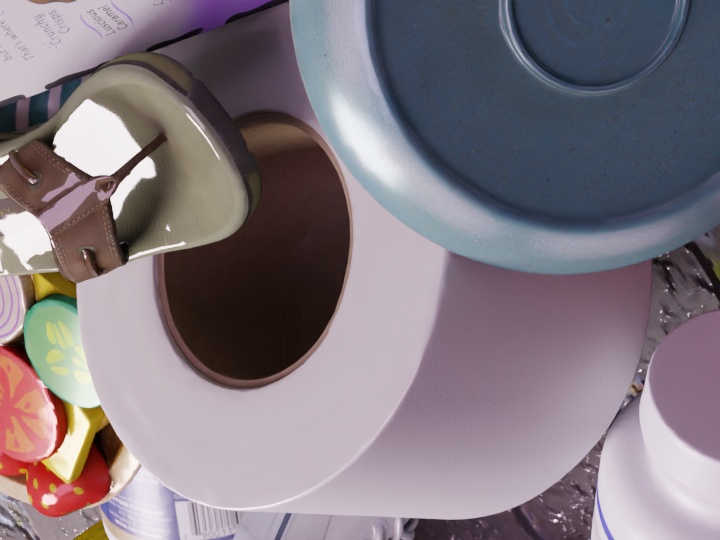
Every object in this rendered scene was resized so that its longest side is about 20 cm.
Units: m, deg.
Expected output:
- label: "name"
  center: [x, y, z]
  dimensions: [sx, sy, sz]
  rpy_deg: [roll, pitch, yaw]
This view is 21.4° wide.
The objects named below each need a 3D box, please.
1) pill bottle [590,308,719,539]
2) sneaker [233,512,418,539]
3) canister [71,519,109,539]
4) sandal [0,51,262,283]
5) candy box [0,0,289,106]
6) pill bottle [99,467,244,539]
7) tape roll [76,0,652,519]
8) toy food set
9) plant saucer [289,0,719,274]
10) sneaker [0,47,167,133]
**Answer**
- label: "pill bottle"
  center: [0.153, 0.111, 0.800]
  dimensions: [0.112, 0.112, 0.201]
  rpy_deg: [21, 141, 19]
- label: "sneaker"
  center: [-0.010, 0.114, 0.895]
  dimensions: [0.070, 0.201, 0.073]
  rpy_deg: [20, 170, 14]
- label: "canister"
  center: [-0.064, 0.197, 0.992]
  dimensions: [0.199, 0.148, 0.087]
  rpy_deg: [17, 115, 25]
- label: "sandal"
  center: [-0.112, -0.023, 0.733]
  dimensions: [0.200, 0.057, 0.080]
  rpy_deg: [-18, 117, 44]
- label: "candy box"
  center: [-0.097, -0.146, 0.664]
  dimensions: [0.199, 0.168, 0.072]
  rpy_deg: [-18, 65, 6]
- label: "pill bottle"
  center: [-0.086, 0.038, 0.932]
  dimensions: [0.110, 0.111, 0.201]
  rpy_deg: [11, 122, 26]
- label: "tape roll"
  center: [0.000, 0.000, 0.781]
  dimensions: [0.202, 0.139, 0.204]
  rpy_deg: [-9, 77, 40]
- label: "toy food set"
  center: [-0.176, 0.025, 0.884]
  dimensions: [0.200, 0.049, 0.199]
  rpy_deg: [38, 132, 16]
- label: "plant saucer"
  center: [0.076, -0.093, 0.636]
  dimensions: [0.199, 0.027, 0.202]
  rpy_deg: [-2, 105, -9]
- label: "sneaker"
  center: [-0.145, -0.101, 0.885]
  dimensions: [0.199, 0.070, 0.093]
  rpy_deg: [-36, 104, 25]
